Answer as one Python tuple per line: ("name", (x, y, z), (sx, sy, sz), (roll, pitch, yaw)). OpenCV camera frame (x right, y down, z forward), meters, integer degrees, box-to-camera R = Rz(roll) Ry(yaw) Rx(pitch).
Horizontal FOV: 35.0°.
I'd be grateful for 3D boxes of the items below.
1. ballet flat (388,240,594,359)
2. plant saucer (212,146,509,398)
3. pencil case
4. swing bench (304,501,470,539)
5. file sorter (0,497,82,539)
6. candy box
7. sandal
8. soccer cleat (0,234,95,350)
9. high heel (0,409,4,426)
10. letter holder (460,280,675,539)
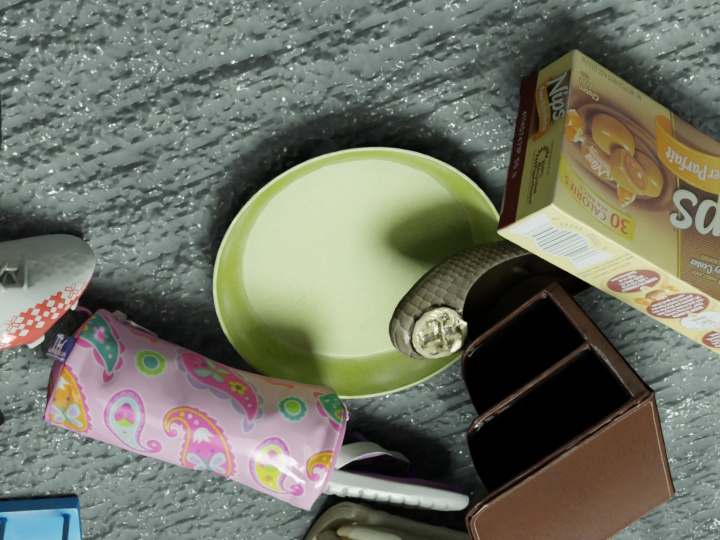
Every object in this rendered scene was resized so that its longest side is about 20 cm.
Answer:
("ballet flat", (0.112, 0.009, 0.753), (0.200, 0.046, 0.067), (-22, 127, -18))
("plant saucer", (0.000, 0.000, 0.772), (0.200, 0.031, 0.200), (-5, 123, -7))
("pencil case", (-0.109, 0.091, 0.761), (0.200, 0.087, 0.088), (21, 118, -7))
("swing bench", (0.070, 0.268, 0.867), (0.199, 0.200, 0.130), (17, 109, -20))
("file sorter", (-0.308, 0.263, 0.836), (0.200, 0.123, 0.139), (-1, 123, -9))
("candy box", (0.185, -0.039, 0.724), (0.200, 0.116, 0.055), (27, 151, -25))
("sandal", (-0.009, 0.143, 0.850), (0.202, 0.082, 0.050), (14, 77, -16))
("soccer cleat", (-0.248, 0.016, 0.674), (0.200, 0.069, 0.085), (-25, 144, -29))
("high heel", (-0.328, 0.142, 0.724), (0.142, 0.200, 0.071), (-37, 82, 11))
("letter holder", (0.120, 0.124, 0.775), (0.142, 0.101, 0.200), (-35, 147, -1))
